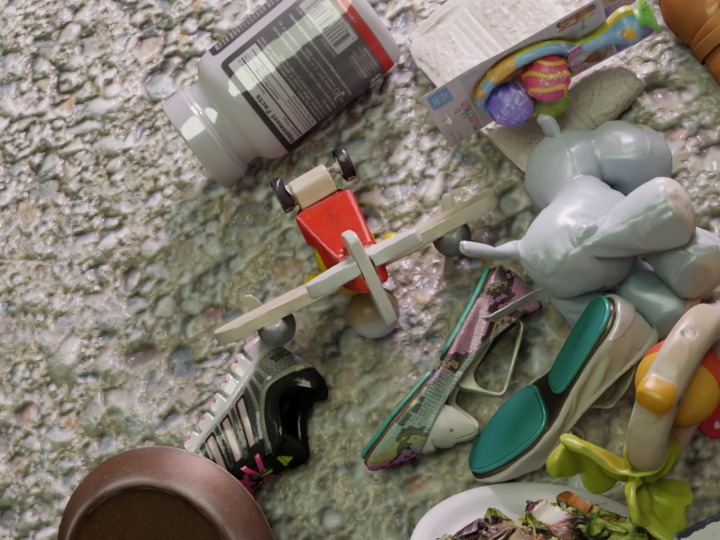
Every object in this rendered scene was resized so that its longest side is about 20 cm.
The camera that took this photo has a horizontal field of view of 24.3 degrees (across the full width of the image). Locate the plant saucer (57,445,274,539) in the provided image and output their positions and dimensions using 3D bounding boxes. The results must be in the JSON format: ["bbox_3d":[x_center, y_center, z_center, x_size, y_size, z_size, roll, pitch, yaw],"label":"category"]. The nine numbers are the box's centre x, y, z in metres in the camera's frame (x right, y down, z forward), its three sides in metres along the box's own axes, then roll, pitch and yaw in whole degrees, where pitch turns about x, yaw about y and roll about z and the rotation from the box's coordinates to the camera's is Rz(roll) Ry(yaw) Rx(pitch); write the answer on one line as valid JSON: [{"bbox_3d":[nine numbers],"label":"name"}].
[{"bbox_3d":[-0.163,0.244,1.352,0.198,0.034,0.202,2,97,17],"label":"plant saucer"}]

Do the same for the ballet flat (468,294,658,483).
[{"bbox_3d":[0.162,0.105,1.307,0.070,0.069,0.201,53,122,29],"label":"ballet flat"}]

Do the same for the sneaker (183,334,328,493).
[{"bbox_3d":[-0.091,0.152,1.389,0.087,0.074,0.201,19,74,29],"label":"sneaker"}]

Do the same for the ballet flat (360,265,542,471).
[{"bbox_3d":[0.081,0.091,1.361,0.071,0.069,0.201,34,83,8],"label":"ballet flat"}]

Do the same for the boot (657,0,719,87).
[{"bbox_3d":[0.345,-0.252,1.392,0.199,0.074,0.156,-35,60,18],"label":"boot"}]

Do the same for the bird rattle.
[{"bbox_3d":[0.238,0.096,1.222,0.112,0.164,0.200,35,58,25],"label":"bird rattle"}]

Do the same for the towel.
[{"bbox_3d":[0.139,-0.178,1.459,0.132,0.034,0.200,-43,62,1],"label":"towel"}]

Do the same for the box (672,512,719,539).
[{"bbox_3d":[0.335,0.203,1.170,0.199,0.148,0.105,-29,63,9],"label":"box"}]

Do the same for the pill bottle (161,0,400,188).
[{"bbox_3d":[-0.072,-0.173,1.489,0.200,0.116,0.116,-39,61,3],"label":"pill bottle"}]

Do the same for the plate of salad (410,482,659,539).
[{"bbox_3d":[0.135,0.203,1.236,0.199,0.200,0.048,15,119,25],"label":"plate of salad"}]

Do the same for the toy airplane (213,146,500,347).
[{"bbox_3d":[0.000,0.000,1.380,0.199,0.142,0.199,-2,36,34],"label":"toy airplane"}]

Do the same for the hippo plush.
[{"bbox_3d":[0.189,-0.032,1.345,0.198,0.160,0.162,-13,39,10],"label":"hippo plush"}]

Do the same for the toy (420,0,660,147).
[{"bbox_3d":[0.156,-0.156,1.362,0.199,0.115,0.047,-32,67,5],"label":"toy"}]
